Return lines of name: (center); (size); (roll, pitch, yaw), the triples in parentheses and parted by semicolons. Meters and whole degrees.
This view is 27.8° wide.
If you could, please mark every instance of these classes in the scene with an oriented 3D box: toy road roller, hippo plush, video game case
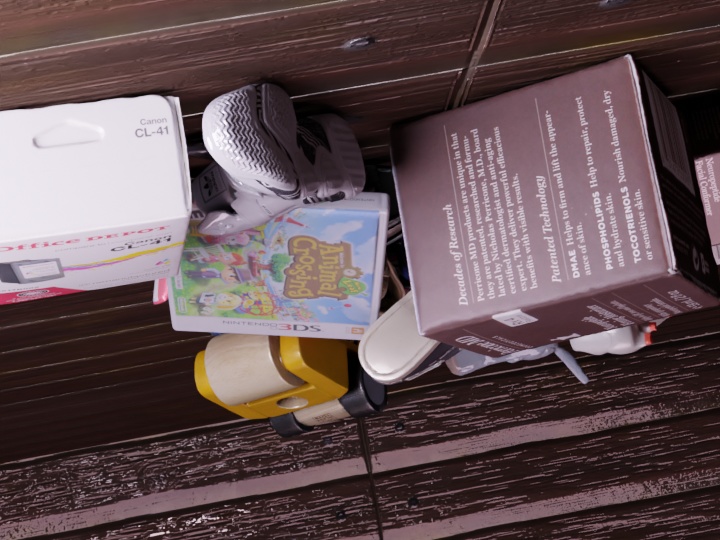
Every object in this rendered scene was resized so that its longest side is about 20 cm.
toy road roller: (-0.068, 0.072, 1.456); (0.122, 0.148, 0.200); (-18, 152, 27)
hippo plush: (0.168, 0.031, 1.748); (0.198, 0.161, 0.161); (3, -163, -11)
video game case: (-0.071, -0.003, 1.191); (0.180, 0.022, 0.201); (3, 147, -1)

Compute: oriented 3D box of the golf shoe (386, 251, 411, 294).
golf shoe: (0.040, 0.004, 1.595); (0.092, 0.073, 0.200); (32, -164, 13)

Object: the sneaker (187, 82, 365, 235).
sneaker: (-0.081, -0.069, 0.989); (0.114, 0.076, 0.200); (-18, 172, 21)

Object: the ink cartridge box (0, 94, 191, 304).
ink cartridge box: (-0.194, -0.043, 0.989); (0.146, 0.087, 0.200); (-9, 171, -11)

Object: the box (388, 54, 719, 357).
box: (0.151, -0.041, 1.111); (0.198, 0.166, 0.166); (-15, 165, 23)

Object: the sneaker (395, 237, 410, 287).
sneaker: (0.091, -0.018, 1.494); (0.114, 0.082, 0.199); (2, 174, -1)

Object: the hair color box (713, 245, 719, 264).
hair color box: (0.242, -0.046, 1.346); (0.198, 0.111, 0.064); (-14, -146, 25)

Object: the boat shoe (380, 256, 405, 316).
boat shoe: (0.000, 0.000, 1.383); (0.065, 0.073, 0.200); (29, 173, 19)

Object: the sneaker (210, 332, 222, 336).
sneaker: (-0.126, 0.021, 1.480); (0.078, 0.067, 0.200); (-14, 170, -4)

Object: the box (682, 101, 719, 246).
box: (0.327, -0.087, 1.212); (0.198, 0.075, 0.101); (-15, 126, 13)

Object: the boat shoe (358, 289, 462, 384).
boat shoe: (0.085, 0.028, 1.248); (0.199, 0.073, 0.063); (-37, 162, -1)

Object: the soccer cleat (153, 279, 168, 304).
soccer cleat: (-0.093, 0.029, 1.317); (0.198, 0.077, 0.067); (24, 162, -19)

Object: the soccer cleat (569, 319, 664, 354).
soccer cleat: (0.255, 0.033, 1.409); (0.077, 0.070, 0.200); (-10, -170, 24)

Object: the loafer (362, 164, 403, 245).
loafer: (-0.042, -0.045, 1.194); (0.198, 0.073, 0.063); (-12, 164, 17)
